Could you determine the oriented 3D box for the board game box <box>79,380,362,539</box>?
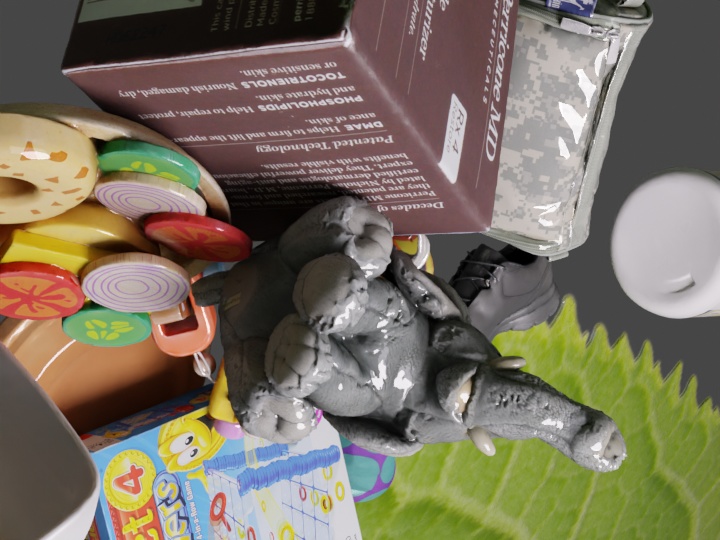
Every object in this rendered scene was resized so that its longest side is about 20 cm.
[{"bbox_3d":[-0.093,0.184,0.889,0.194,0.056,0.203,-20,101,-39],"label":"board game box"}]

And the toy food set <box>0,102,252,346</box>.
[{"bbox_3d":[-0.161,-0.023,0.693,0.196,0.049,0.200,13,148,-27],"label":"toy food set"}]

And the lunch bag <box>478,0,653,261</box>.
[{"bbox_3d":[0.112,-0.128,0.910,0.138,0.167,0.202,-20,133,-38],"label":"lunch bag"}]

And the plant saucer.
[{"bbox_3d":[-0.177,0.086,0.872,0.199,0.037,0.202,-30,140,-29],"label":"plant saucer"}]

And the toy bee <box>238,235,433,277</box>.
[{"bbox_3d":[0.000,0.000,0.867,0.130,0.110,0.200,-21,170,-32],"label":"toy bee"}]

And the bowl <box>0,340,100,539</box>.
[{"bbox_3d":[-0.255,0.122,0.671,0.199,0.199,0.075,-26,142,-34],"label":"bowl"}]

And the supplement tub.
[{"bbox_3d":[0.357,-0.027,1.307,0.199,0.144,0.146,0,120,-50],"label":"supplement tub"}]

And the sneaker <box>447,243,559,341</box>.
[{"bbox_3d":[0.097,0.029,1.126,0.199,0.075,0.092,-38,136,-35],"label":"sneaker"}]

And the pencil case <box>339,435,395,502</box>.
[{"bbox_3d":[0.002,0.088,1.040,0.093,0.084,0.202,-50,155,-51],"label":"pencil case"}]

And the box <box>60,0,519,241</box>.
[{"bbox_3d":[-0.026,-0.133,0.699,0.200,0.162,0.168,44,50,-55],"label":"box"}]

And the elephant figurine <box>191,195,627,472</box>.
[{"bbox_3d":[0.024,0.055,0.734,0.198,0.156,0.142,24,127,-32],"label":"elephant figurine"}]

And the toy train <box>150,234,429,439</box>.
[{"bbox_3d":[-0.048,0.039,0.805,0.197,0.056,0.152,-8,114,2],"label":"toy train"}]
